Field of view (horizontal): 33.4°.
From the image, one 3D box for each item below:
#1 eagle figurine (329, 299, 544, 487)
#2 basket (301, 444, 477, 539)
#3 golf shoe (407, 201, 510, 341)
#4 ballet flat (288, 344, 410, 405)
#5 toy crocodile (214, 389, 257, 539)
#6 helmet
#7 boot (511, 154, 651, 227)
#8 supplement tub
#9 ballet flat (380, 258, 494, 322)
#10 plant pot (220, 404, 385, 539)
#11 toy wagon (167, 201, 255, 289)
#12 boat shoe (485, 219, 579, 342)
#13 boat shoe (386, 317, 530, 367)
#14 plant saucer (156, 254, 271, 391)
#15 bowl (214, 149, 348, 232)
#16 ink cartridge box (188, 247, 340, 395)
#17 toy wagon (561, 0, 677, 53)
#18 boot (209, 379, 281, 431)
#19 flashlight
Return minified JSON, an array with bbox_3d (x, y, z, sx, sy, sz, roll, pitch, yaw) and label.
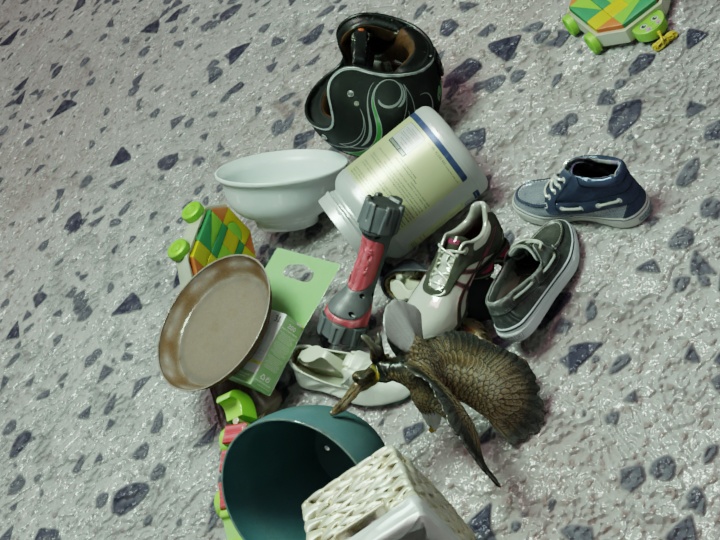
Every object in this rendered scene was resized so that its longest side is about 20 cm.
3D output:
[{"bbox_3d":[0.094,0.135,1.322,0.199,0.151,0.153,17,77,26],"label":"eagle figurine"},{"bbox_3d":[0.045,0.292,1.217,0.135,0.200,0.124,-34,34,8],"label":"basket"},{"bbox_3d":[0.102,0.004,1.426,0.077,0.088,0.200,18,58,32],"label":"golf shoe"},{"bbox_3d":[-0.019,0.128,1.532,0.199,0.069,0.070,5,56,42],"label":"ballet flat"},{"bbox_3d":[-0.153,0.250,1.509,0.067,0.062,0.201,-13,63,28],"label":"toy crocodile"},{"bbox_3d":[0.020,-0.260,1.773,0.199,0.191,0.201,5,47,-6],"label":"helmet"},{"bbox_3d":[0.262,-0.108,1.501,0.199,0.090,0.073,4,56,42],"label":"boot"},{"bbox_3d":[0.057,-0.109,1.632,0.200,0.145,0.145,-38,38,3],"label":"supplement tub"},{"bbox_3d":[0.097,0.029,1.523,0.199,0.073,0.073,15,64,50],"label":"ballet flat"},{"bbox_3d":[-0.041,0.235,1.373,0.199,0.201,0.135,-13,12,31],"label":"plant pot"},{"bbox_3d":[-0.214,0.003,1.732,0.039,0.155,0.201,-11,47,33],"label":"toy wagon"},{"bbox_3d":[0.209,-0.005,1.445,0.072,0.071,0.200,-6,38,36],"label":"boat shoe"},{"bbox_3d":[0.122,0.089,1.444,0.199,0.076,0.074,16,53,40],"label":"boat shoe"},{"bbox_3d":[-0.188,0.073,1.590,0.199,0.032,0.201,-22,50,29],"label":"plant saucer"},{"bbox_3d":[-0.114,-0.115,1.796,0.200,0.091,0.201,-5,20,2],"label":"bowl"},{"bbox_3d":[-0.130,0.056,1.610,0.145,0.048,0.201,15,73,46],"label":"ink cartridge box"},{"bbox_3d":[0.380,-0.373,1.698,0.155,0.040,0.200,-38,38,5],"label":"toy wagon"},{"bbox_3d":[-0.138,0.124,1.640,0.186,0.064,0.200,-45,37,7],"label":"boot"},{"bbox_3d":[0.000,0.000,1.553,0.068,0.068,0.201,-108,31,-62],"label":"flashlight"}]
